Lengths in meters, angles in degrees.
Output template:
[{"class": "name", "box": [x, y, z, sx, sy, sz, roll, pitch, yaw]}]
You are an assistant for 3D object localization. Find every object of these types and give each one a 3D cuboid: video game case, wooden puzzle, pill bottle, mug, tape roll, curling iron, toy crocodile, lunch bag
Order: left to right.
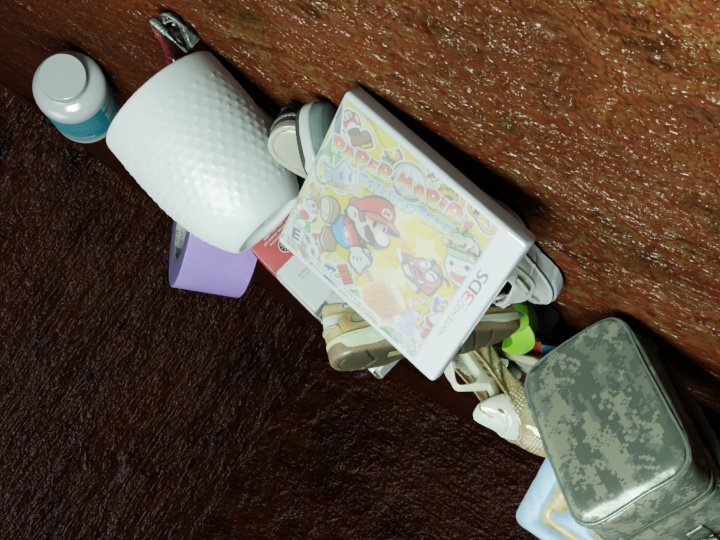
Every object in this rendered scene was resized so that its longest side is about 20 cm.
[{"class": "pill bottle", "box": [-0.442, -0.271, 1.590, 0.110, 0.111, 0.200, 34, 173, -1]}, {"class": "curling iron", "box": [-0.196, -0.233, 1.107, 0.049, 0.026, 0.200, 37, 173, -2]}, {"class": "tape roll", "box": [-0.172, -0.072, 1.241, 0.084, 0.202, 0.200, 10, 180, -18]}, {"class": "mug", "box": [-0.140, -0.122, 1.088, 0.176, 0.148, 0.200, 49, -144, 3]}, {"class": "video game case", "box": [0.031, -0.027, 0.888, 0.200, 0.023, 0.183, 42, 132, 14]}, {"class": "toy crocodile", "box": [0.121, 0.014, 1.062, 0.062, 0.068, 0.200, -31, 124, 31]}, {"class": "wooden puzzle", "box": [0.213, 0.097, 1.200, 0.184, 0.038, 0.199, 12, -177, -35]}, {"class": "lunch bag", "box": [0.271, 0.166, 1.007, 0.167, 0.139, 0.201, 36, -154, -41]}]

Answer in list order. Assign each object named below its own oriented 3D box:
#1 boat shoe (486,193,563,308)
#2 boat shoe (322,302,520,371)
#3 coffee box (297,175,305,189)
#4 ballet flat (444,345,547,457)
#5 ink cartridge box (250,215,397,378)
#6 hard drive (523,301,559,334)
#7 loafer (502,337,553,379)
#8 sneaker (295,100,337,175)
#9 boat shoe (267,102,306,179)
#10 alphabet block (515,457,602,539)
[{"class": "boat shoe", "box": [0.135, -0.001, 0.976, 0.071, 0.070, 0.200, 30, 173, 31]}, {"class": "boat shoe", "box": [0.059, 0.042, 1.001, 0.198, 0.077, 0.072, -5, 153, -20]}, {"class": "coffee box", "box": [-0.084, -0.109, 1.332, 0.123, 0.044, 0.200, 39, 171, -18]}, {"class": "ballet flat", "box": [0.136, 0.128, 1.101, 0.200, 0.065, 0.071, 54, 150, 31]}, {"class": "ink cartridge box", "box": [0.000, 0.000, 1.144, 0.200, 0.147, 0.083, 45, 175, 13]}, {"class": "hard drive", "box": [0.148, 0.028, 1.247, 0.139, 0.033, 0.200, 35, 173, -5]}, {"class": "loafer", "box": [0.206, 0.113, 1.384, 0.199, 0.070, 0.070, 26, 170, 47]}, {"class": "sneaker", "box": [0.024, -0.081, 0.939, 0.120, 0.083, 0.201, -25, 90, 36]}, {"class": "boat shoe", "box": [-0.005, -0.106, 1.057, 0.199, 0.073, 0.063, 32, -143, -23]}, {"class": "alphabet block", "box": [0.333, 0.269, 1.234, 0.196, 0.196, 0.200, 32, -175, 27]}]
